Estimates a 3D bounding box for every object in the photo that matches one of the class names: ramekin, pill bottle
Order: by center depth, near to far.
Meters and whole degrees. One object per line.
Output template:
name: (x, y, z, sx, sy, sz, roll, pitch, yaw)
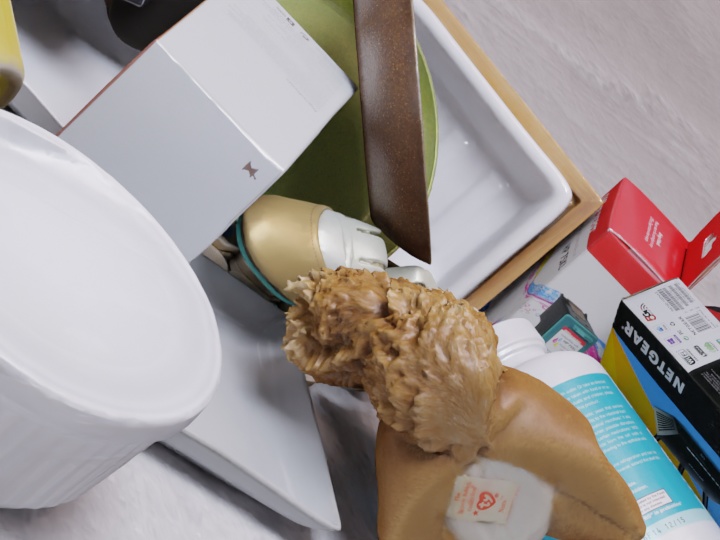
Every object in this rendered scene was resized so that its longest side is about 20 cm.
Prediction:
ramekin: (-0.169, 0.022, 1.372, 0.202, 0.094, 0.202, 34, 28, -21)
pill bottle: (0.128, 0.126, 1.771, 0.200, 0.111, 0.111, 56, 22, 23)

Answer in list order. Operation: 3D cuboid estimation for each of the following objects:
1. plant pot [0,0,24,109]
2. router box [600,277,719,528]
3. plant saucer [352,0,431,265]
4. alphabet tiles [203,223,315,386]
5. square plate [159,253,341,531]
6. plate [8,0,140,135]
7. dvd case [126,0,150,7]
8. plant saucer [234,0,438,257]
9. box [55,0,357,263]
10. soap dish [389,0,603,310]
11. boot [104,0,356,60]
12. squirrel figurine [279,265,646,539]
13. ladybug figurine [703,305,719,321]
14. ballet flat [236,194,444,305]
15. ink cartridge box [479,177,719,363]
plant pot: (-0.260, -0.155, 1.438, 0.201, 0.201, 0.189, -1, 66, -64)
router box: (0.219, 0.125, 1.785, 0.051, 0.149, 0.200, -20, 52, -29)
plant saucer: (0.018, -0.102, 1.724, 0.200, 0.037, 0.200, 175, -90, -90)
alphabet tiles: (-0.054, -0.013, 1.784, 0.200, 0.015, 0.196, 43, 26, -10)
square plate: (-0.103, 0.041, 1.588, 0.200, 0.028, 0.198, 35, 22, -30)
plate: (-0.204, -0.151, 1.747, 0.200, 0.032, 0.200, 47, 19, -2)
dvd case: (-0.172, -0.216, 1.777, 0.150, 0.025, 0.200, 24, 19, 3)
plant saucer: (-0.033, -0.094, 1.785, 0.200, 0.031, 0.200, 8, 78, -43)
box: (-0.094, -0.073, 1.598, 0.097, 0.124, 0.200, 46, 19, -4)
soap dish: (0.044, -0.067, 1.913, 0.200, 0.157, 0.081, 52, 12, 16)
boot: (-0.073, -0.151, 1.852, 0.200, 0.074, 0.075, 24, 17, -25)
squirrel figurine: (0.044, 0.068, 1.636, 0.200, 0.142, 0.187, 61, 3, -29)
ladybug figurine: (0.239, 0.077, 1.958, 0.136, 0.072, 0.200, 46, 19, 0)
ballet flat: (0.000, 0.000, 1.702, 0.200, 0.063, 0.069, 36, 43, -55)
ink cartridge box: (0.145, 0.015, 1.886, 0.067, 0.200, 0.116, 45, 19, -7)
